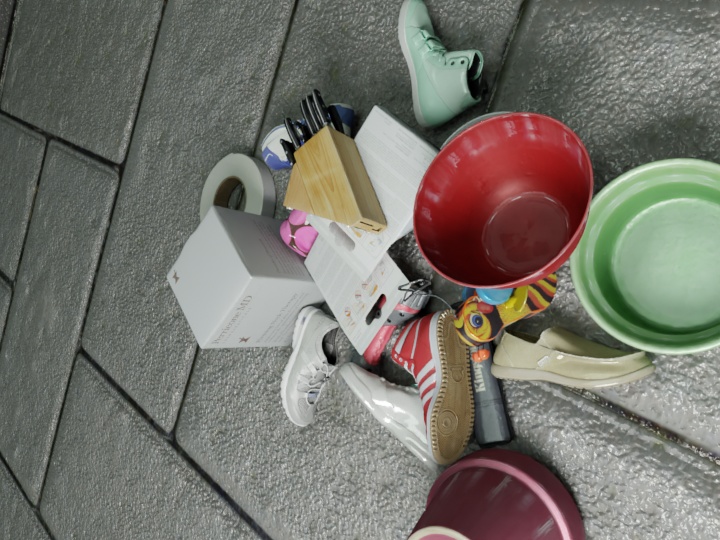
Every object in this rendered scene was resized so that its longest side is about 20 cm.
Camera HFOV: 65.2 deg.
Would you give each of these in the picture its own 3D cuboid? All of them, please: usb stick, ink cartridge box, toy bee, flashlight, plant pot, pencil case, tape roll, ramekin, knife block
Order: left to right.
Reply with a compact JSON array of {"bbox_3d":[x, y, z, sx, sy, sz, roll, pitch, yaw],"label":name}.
[{"bbox_3d":[-0.251,-0.135,1.140,0.201,0.037,0.206,-5,83,38],"label":"tape roll"},{"bbox_3d":[-0.043,-0.112,0.941,0.094,0.091,0.200,42,113,-1],"label":"pencil case"},{"bbox_3d":[-0.034,-0.158,0.791,0.199,0.064,0.178,20,96,38],"label":"knife block"},{"bbox_3d":[0.000,0.000,0.863,0.201,0.047,0.161,55,131,30],"label":"ink cartridge box"},{"bbox_3d":[0.026,-0.110,0.806,0.163,0.057,0.201,46,115,33],"label":"ink cartridge box"},{"bbox_3d":[0.039,0.102,0.868,0.068,0.067,0.202,-96,28,-71],"label":"flashlight"},{"bbox_3d":[0.165,0.141,0.780,0.055,0.032,0.202,-21,72,36],"label":"usb stick"},{"bbox_3d":[0.143,0.333,0.668,0.198,0.178,0.203,1,92,36],"label":"plant pot"},{"bbox_3d":[0.159,0.057,0.712,0.198,0.131,0.110,-15,74,8],"label":"toy bee"},{"bbox_3d":[0.343,-0.011,0.614,0.198,0.097,0.203,-5,81,38],"label":"ramekin"}]

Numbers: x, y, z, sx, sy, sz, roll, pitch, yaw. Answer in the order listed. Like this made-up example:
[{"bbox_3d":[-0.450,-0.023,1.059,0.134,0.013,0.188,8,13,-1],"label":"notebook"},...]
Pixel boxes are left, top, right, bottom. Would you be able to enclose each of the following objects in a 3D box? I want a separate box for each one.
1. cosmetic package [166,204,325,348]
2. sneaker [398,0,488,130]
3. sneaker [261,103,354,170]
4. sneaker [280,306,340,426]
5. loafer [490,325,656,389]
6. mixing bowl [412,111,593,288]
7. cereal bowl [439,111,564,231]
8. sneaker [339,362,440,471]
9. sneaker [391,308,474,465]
[{"bbox_3d":[-0.186,0.017,0.966,0.168,0.199,0.167,-50,58,24],"label":"cosmetic package"},{"bbox_3d":[0.127,-0.324,0.835,0.117,0.073,0.203,-13,86,43],"label":"sneaker"},{"bbox_3d":[-0.091,-0.203,0.992,0.198,0.080,0.117,-17,72,34],"label":"sneaker"},{"bbox_3d":[-0.078,0.166,0.944,0.081,0.074,0.203,10,95,32],"label":"sneaker"},{"bbox_3d":[0.250,0.103,0.689,0.198,0.075,0.069,-5,87,38],"label":"loafer"},{"bbox_3d":[0.169,-0.061,0.634,0.198,0.108,0.202,-14,63,30],"label":"mixing bowl"},{"bbox_3d":[0.189,-0.104,0.756,0.198,0.083,0.203,-5,82,37],"label":"cereal bowl"},{"bbox_3d":[0.060,0.192,0.828,0.200,0.075,0.089,40,80,16],"label":"sneaker"},{"bbox_3d":[0.096,0.160,0.785,0.112,0.071,0.203,-18,65,58],"label":"sneaker"}]
